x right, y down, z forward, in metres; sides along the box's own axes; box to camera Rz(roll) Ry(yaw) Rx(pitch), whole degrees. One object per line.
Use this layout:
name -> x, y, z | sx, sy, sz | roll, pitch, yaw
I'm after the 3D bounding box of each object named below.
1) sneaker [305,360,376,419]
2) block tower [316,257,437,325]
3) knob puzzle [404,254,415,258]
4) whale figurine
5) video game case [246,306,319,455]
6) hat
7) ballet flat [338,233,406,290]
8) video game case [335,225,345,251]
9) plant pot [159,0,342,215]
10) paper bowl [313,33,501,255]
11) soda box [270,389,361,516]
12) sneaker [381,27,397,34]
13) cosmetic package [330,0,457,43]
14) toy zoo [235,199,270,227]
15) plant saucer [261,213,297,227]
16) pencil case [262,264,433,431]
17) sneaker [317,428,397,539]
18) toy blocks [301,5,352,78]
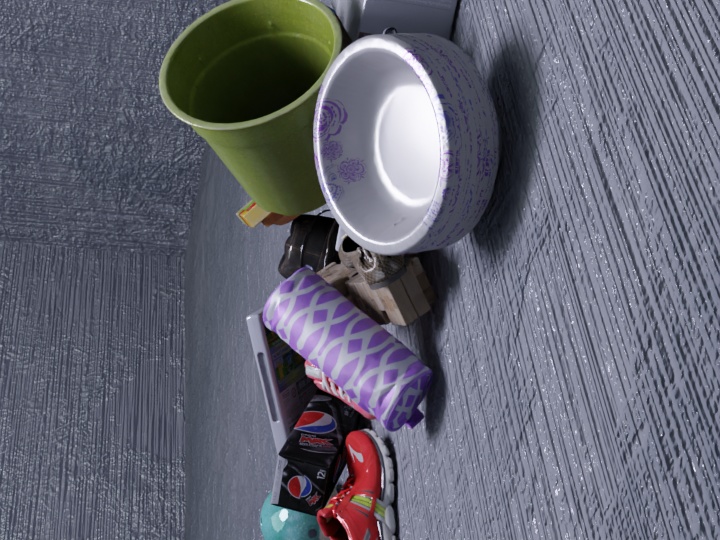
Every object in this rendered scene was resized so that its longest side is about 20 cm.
sneaker -> -0.018, 0.129, 1.535 | 0.200, 0.086, 0.074 | -145, 60, -75
block tower -> 0.008, 0.024, 1.427 | 0.200, 0.054, 0.058 | 0, 118, 61
knob puzzle -> 0.052, -0.093, 1.472 | 0.220, 0.030, 0.221 | -175, 90, -78
whale figurine -> -0.085, 0.369, 1.726 | 0.159, 0.103, 0.202 | -135, 52, -73
video game case -> -0.086, 0.127, 1.698 | 0.200, 0.022, 0.184 | -31, -71, -71
hat -> -0.063, -0.022, 1.714 | 0.201, 0.080, 0.202 | 14, -90, -85
ballet flat -> 0.008, -0.025, 1.383 | 0.047, 0.067, 0.200 | 60, -179, -14
video game case -> 0.012, -0.138, 1.549 | 0.200, 0.024, 0.183 | -66, -13, -66
plant pot -> -0.093, -0.164, 1.425 | 0.190, 0.199, 0.201 | 69, -168, -50
paper bowl -> 0.052, -0.119, 1.222 | 0.200, 0.104, 0.202 | 14, 109, 48
soda box -> -0.050, 0.215, 1.573 | 0.200, 0.063, 0.071 | -56, -23, -70
sneaker -> 0.020, -0.148, 1.344 | 0.075, 0.113, 0.201 | 26, 93, 57
cosmetic package -> 0.034, -0.306, 1.472 | 0.200, 0.106, 0.091 | -117, 36, -64
toy zoo -> -0.096, -0.105, 1.633 | 0.131, 0.020, 0.200 | -42, 8, -4
plant saucer -> -0.049, -0.124, 1.696 | 0.200, 0.032, 0.200 | -40, 9, 7
pencil case -> -0.015, 0.082, 1.373 | 0.200, 0.084, 0.086 | 40, 152, 24
sneaker -> -0.007, 0.263, 1.467 | 0.077, 0.084, 0.201 | 112, 159, -49
toy blocks -> -0.038, -0.264, 1.536 | 0.100, 0.136, 0.200 | -60, 2, 21
